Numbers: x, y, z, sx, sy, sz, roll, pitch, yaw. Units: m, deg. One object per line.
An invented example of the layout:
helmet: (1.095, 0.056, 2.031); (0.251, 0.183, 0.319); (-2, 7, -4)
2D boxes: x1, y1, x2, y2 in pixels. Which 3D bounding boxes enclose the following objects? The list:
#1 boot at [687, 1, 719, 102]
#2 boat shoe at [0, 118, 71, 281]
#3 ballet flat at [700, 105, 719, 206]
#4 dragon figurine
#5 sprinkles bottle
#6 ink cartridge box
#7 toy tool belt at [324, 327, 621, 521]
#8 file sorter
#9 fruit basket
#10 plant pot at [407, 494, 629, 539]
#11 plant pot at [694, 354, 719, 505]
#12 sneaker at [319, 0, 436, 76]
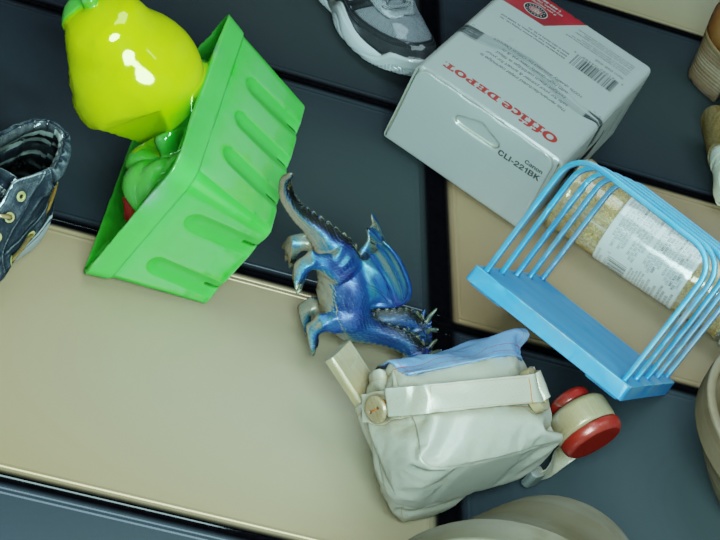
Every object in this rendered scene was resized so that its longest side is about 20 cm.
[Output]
boot: (0.406, -0.188, 1.867); (0.200, 0.155, 0.077); (44, 42, 21)
boat shoe: (-0.263, -0.027, 1.381); (0.071, 0.091, 0.200); (28, 40, 2)
ballet flat: (0.355, -0.063, 1.787); (0.072, 0.068, 0.200); (-34, 70, -26)
dragon figurine: (0.000, 0.000, 1.458); (0.099, 0.200, 0.059); (-16, 27, -4)
sprinkles bottle: (0.247, -0.010, 1.655); (0.200, 0.068, 0.068); (35, 40, 10)
ink cartridge box: (0.134, -0.142, 1.726); (0.144, 0.084, 0.200); (35, 39, 9)
toy tool belt: (0.079, 0.084, 1.419); (0.200, 0.125, 0.123); (-12, 62, -36)
file sorter: (0.188, 0.004, 1.500); (0.139, 0.123, 0.200); (38, 9, 15)
fruit basket: (-0.150, -0.106, 1.475); (0.216, 0.156, 0.216); (26, 39, -24)
plant pot: (0.099, 0.222, 1.251); (0.200, 0.200, 0.174); (31, 24, 6)
plant pot: (0.326, 0.149, 1.506); (0.201, 0.093, 0.201); (16, 41, -14)
sneaker: (0.016, -0.264, 1.771); (0.075, 0.114, 0.200); (-11, 52, -36)
